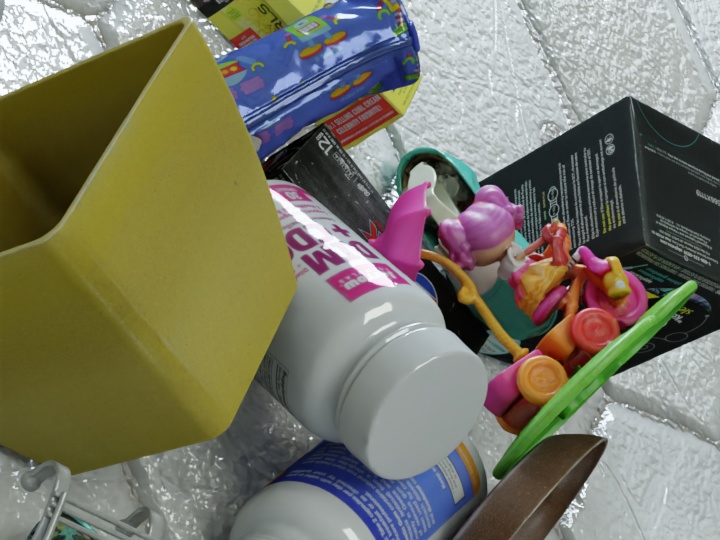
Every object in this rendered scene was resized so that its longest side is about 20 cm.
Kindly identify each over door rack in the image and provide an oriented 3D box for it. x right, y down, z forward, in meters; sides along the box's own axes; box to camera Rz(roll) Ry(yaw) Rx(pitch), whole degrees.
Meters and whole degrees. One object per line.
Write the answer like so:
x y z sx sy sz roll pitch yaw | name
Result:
-0.144 0.220 1.033 0.148 0.067 0.200 32 56 -34 | over door rack

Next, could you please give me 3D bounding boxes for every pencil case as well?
-0.049 -0.126 1.339 0.200 0.087 0.078 -30 118 -22 | pencil case

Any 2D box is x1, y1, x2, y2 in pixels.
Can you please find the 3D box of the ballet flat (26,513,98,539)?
-0.127 0.223 1.137 0.200 0.074 0.074 44 43 -17 | ballet flat

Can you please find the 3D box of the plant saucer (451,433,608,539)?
0.090 0.181 1.295 0.034 0.200 0.200 37 38 14 | plant saucer

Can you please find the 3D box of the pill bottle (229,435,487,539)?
-0.013 0.169 1.240 0.200 0.112 0.112 -34 94 -50 | pill bottle

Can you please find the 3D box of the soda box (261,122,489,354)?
0.000 0.000 1.386 0.200 0.063 0.071 51 42 -11 | soda box

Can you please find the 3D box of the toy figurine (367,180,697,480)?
0.099 0.009 1.320 0.200 0.150 0.184 -39 79 -26 | toy figurine

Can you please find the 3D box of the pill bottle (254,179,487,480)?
-0.018 0.037 1.237 0.113 0.113 0.200 2 30 -46 | pill bottle

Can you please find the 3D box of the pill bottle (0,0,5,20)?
-0.286 -0.114 1.117 0.112 0.112 0.200 46 42 -17 | pill bottle

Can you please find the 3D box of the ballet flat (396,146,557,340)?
0.074 -0.024 1.434 0.070 0.067 0.200 27 22 -39 | ballet flat

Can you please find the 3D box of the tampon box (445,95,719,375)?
0.183 -0.013 1.478 0.150 0.200 0.126 21 54 -36 | tampon box

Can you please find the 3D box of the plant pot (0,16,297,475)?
-0.154 0.005 1.138 0.176 0.200 0.200 53 39 -26 | plant pot

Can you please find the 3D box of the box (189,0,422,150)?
-0.051 -0.180 1.431 0.200 0.075 0.050 44 45 -21 | box
